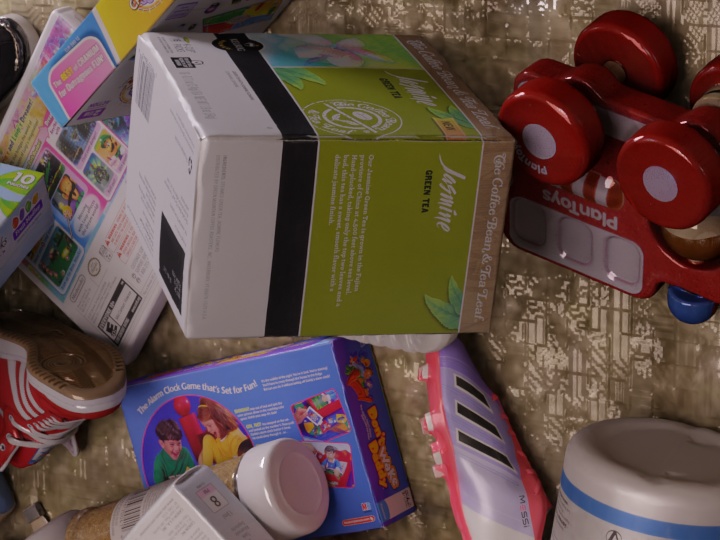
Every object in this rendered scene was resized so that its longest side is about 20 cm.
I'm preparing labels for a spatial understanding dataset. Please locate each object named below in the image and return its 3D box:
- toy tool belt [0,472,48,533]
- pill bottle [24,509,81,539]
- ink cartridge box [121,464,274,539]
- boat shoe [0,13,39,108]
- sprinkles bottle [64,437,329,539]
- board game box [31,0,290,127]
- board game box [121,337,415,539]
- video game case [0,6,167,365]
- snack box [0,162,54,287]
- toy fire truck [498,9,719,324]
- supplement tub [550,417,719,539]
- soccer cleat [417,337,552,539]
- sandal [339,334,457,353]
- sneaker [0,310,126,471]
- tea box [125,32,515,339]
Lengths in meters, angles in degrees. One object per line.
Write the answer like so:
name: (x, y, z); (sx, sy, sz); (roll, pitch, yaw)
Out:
toy tool belt: (-0.334, 0.178, 1.861); (0.125, 0.123, 0.200); (-32, 83, 34)
pill bottle: (-0.188, 0.283, 1.791); (0.200, 0.111, 0.111); (50, 122, 6)
ink cartridge box: (-0.093, 0.255, 1.641); (0.200, 0.057, 0.163); (46, 124, 6)
boat shoe: (-0.314, -0.113, 1.820); (0.200, 0.060, 0.074); (-43, 77, 32)
sprinkles bottle: (-0.116, 0.174, 1.696); (0.200, 0.068, 0.068); (-22, 89, 35)
board game box: (-0.107, -0.179, 1.615); (0.200, 0.153, 0.040); (-44, 75, 32)
board game box: (-0.069, 0.126, 1.723); (0.200, 0.045, 0.135); (-13, 94, 35)
video game case: (-0.193, -0.060, 1.766); (0.182, 0.024, 0.200); (43, 126, 18)
snack box: (-0.330, -0.007, 1.727); (0.142, 0.200, 0.053); (15, 135, 20)
toy fire truck: (0.177, -0.052, 1.498); (0.200, 0.112, 0.168); (23, 137, 28)
supplement tub: (0.179, 0.205, 1.527); (0.132, 0.132, 0.200); (17, 110, 29)
soccer cleat: (0.088, 0.135, 1.622); (0.076, 0.067, 0.200); (-12, 85, -3)
sandal: (-0.001, 0.007, 1.649); (0.203, 0.050, 0.083); (27, 124, 41)
sneaker: (-0.223, 0.105, 1.778); (0.200, 0.071, 0.113); (26, 119, 59)
tea box: (-0.030, -0.057, 1.514); (0.200, 0.197, 0.134); (-124, 38, -61)
